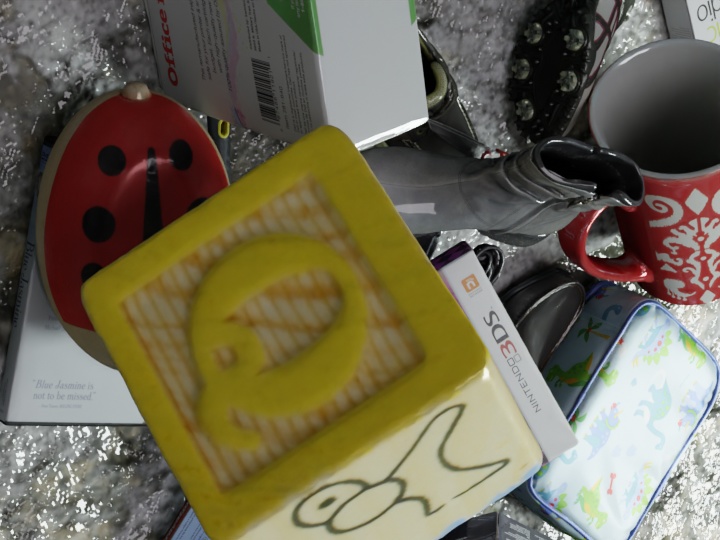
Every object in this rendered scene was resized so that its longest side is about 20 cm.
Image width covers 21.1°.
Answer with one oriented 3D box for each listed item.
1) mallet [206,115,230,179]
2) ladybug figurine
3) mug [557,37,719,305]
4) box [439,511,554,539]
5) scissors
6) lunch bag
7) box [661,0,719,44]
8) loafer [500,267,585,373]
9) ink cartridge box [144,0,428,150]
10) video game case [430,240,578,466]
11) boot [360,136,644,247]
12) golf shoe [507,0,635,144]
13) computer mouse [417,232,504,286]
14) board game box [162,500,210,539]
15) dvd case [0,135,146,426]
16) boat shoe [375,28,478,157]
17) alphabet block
[{"bbox_3d":[-0.093,-0.015,1.357,0.066,0.041,0.201,3,99,-36],"label":"mallet"},{"bbox_3d":[-0.145,-0.023,1.275,0.135,0.072,0.201,-8,107,-16],"label":"ladybug figurine"},{"bbox_3d":[0.236,-0.065,1.532,0.176,0.134,0.200,-15,146,4],"label":"mug"},{"bbox_3d":[0.110,0.257,1.542,0.200,0.161,0.049,30,51,-39],"label":"box"},{"bbox_3d":[0.102,-0.090,1.474,0.073,0.014,0.200,-47,146,-6],"label":"scissors"},{"bbox_3d":[0.206,0.126,1.616,0.161,0.082,0.201,38,81,-37],"label":"lunch bag"},{"bbox_3d":[0.323,-0.213,1.621,0.144,0.036,0.201,-33,123,-23],"label":"box"},{"bbox_3d":[0.119,0.082,1.543,0.200,0.072,0.073,-49,127,-14],"label":"loafer"},{"bbox_3d":[-0.055,-0.170,1.251,0.084,0.200,0.146,-23,118,-31],"label":"ink cartridge box"},{"bbox_3d":[0.039,0.105,1.451,0.199,0.036,0.182,-30,107,-2],"label":"video game case"},{"bbox_3d":[0.092,-0.067,1.367,0.199,0.131,0.070,1,77,-31],"label":"boot"},{"bbox_3d":[0.177,-0.191,1.497,0.088,0.077,0.201,5,102,-44],"label":"golf shoe"},{"bbox_3d":[0.000,0.000,1.453,0.199,0.046,0.141,25,109,-35],"label":"computer mouse"},{"bbox_3d":[-0.066,0.165,1.420,0.103,0.019,0.201,30,99,-14],"label":"board game box"},{"bbox_3d":[-0.171,0.012,1.341,0.142,0.018,0.201,4,102,-37],"label":"dvd case"},{"bbox_3d":[0.035,-0.132,1.413,0.072,0.066,0.201,-52,129,-15],"label":"boat shoe"},{"bbox_3d":[-0.024,0.067,1.188,0.195,0.197,0.200,-34,154,-1],"label":"alphabet block"}]
